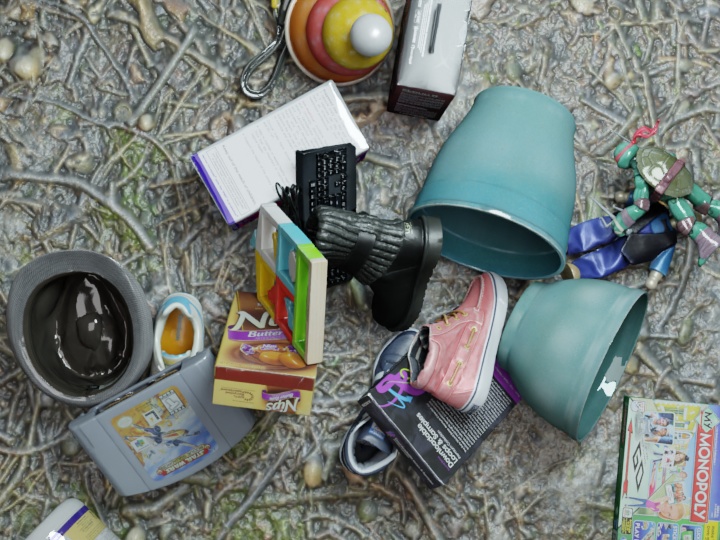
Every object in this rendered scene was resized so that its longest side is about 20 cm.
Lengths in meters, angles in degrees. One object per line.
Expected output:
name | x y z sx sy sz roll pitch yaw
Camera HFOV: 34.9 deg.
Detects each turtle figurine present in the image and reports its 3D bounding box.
turtle figurine | 0.373 -0.100 1.432 0.200 0.101 0.150 40 69 11

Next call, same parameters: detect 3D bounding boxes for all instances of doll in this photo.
doll | 0.351 -0.038 1.480 0.199 0.048 0.137 -20 79 -9

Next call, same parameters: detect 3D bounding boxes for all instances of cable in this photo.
cable | -0.094 -0.314 1.487 0.097 0.050 0.201 15 100 -19

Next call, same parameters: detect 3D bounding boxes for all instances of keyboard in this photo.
keyboard | -0.049 -0.056 1.407 0.104 0.040 0.201 -12 124 -17

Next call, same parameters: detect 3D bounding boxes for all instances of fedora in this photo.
fedora | -0.342 0.066 1.423 0.176 0.090 0.201 -14 100 0

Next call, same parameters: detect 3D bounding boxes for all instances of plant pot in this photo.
plant pot | 0.180 -0.115 1.413 0.199 0.200 0.189 21 72 -2
plant pot | 0.252 0.092 1.413 0.134 0.200 0.201 25 87 22

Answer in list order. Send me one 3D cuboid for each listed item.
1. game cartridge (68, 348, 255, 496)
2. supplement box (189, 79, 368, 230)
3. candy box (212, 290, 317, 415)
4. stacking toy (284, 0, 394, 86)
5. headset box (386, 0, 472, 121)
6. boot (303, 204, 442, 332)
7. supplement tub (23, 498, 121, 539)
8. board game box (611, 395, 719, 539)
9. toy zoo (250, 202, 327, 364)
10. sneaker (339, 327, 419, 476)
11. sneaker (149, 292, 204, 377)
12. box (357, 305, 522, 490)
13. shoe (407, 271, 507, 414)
game cartridge | -0.237 0.193 1.401 0.200 0.042 0.133 -29 109 7
supplement box | -0.100 -0.143 1.438 0.200 0.101 0.104 -30 90 -3
candy box | -0.108 0.095 1.380 0.116 0.200 0.057 7 113 -3
stacking toy | -0.004 -0.286 1.388 0.146 0.200 0.147 -5 108 -15
headset box | 0.085 -0.277 1.402 0.075 0.200 0.149 10 88 -2
boot | 0.000 -0.002 1.387 0.157 0.211 0.080 1 51 -13
supplement tub | -0.329 0.392 1.386 0.200 0.145 0.145 44 87 -1
board game box | 0.401 0.268 1.481 0.134 0.029 0.201 5 88 -1
toy zoo | -0.089 0.006 1.355 0.020 0.200 0.132 -8 118 -23
sneaker | 0.035 0.167 1.428 0.070 0.109 0.201 26 87 -2
sneaker | -0.231 0.130 1.431 0.076 0.081 0.201 -2 94 -3
box | 0.105 0.155 1.418 0.143 0.036 0.200 51 51 0
shoe | 0.118 0.072 1.400 0.091 0.071 0.201 25 55 -16
